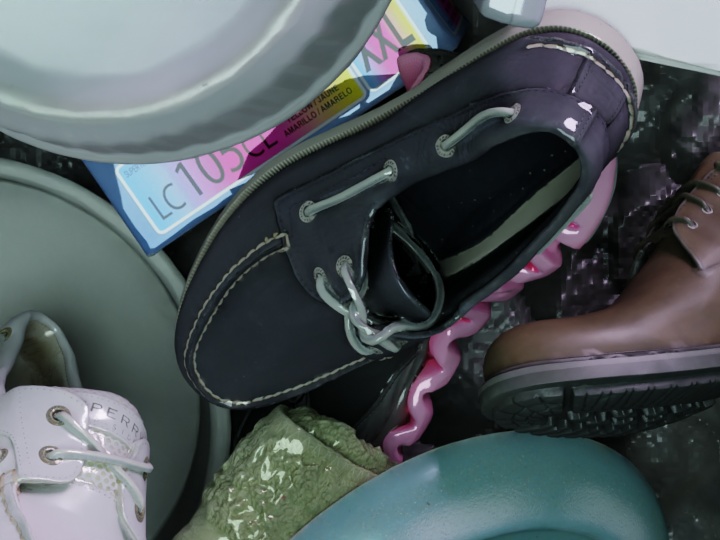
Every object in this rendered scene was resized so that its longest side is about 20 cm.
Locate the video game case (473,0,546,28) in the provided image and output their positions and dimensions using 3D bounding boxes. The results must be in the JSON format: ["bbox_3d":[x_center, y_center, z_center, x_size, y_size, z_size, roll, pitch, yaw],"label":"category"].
[{"bbox_3d":[0.061,-0.180,0.911,0.022,0.200,0.182,13,101,-5],"label":"video game case"}]

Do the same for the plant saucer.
[{"bbox_3d":[0.032,0.145,1.001,0.200,0.027,0.200,-19,132,-22],"label":"plant saucer"}]

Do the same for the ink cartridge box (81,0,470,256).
[{"bbox_3d":[-0.073,-0.127,0.995,0.136,0.076,0.200,-34,95,9],"label":"ink cartridge box"}]

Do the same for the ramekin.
[{"bbox_3d":[-0.080,-0.129,0.908,0.202,0.094,0.203,1,100,5],"label":"ramekin"}]

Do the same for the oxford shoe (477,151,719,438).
[{"bbox_3d":[0.115,0.007,0.980,0.200,0.073,0.085,-15,80,-35],"label":"oxford shoe"}]

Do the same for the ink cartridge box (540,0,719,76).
[{"bbox_3d":[0.119,-0.172,0.936,0.083,0.147,0.200,15,102,3],"label":"ink cartridge box"}]

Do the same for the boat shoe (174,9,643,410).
[{"bbox_3d":[0.006,-0.008,0.907,0.073,0.063,0.200,43,121,-17],"label":"boat shoe"}]

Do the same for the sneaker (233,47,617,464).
[{"bbox_3d":[0.000,0.000,0.986,0.095,0.079,0.200,23,120,-27],"label":"sneaker"}]

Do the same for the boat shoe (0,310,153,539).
[{"bbox_3d":[-0.103,0.068,0.937,0.069,0.200,0.071,-48,123,5],"label":"boat shoe"}]

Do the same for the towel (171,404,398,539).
[{"bbox_3d":[-0.013,0.136,1.008,0.148,0.036,0.200,-47,135,5],"label":"towel"}]

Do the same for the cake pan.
[{"bbox_3d":[-0.146,0.053,1.051,0.200,0.037,0.201,1,101,4],"label":"cake pan"}]
